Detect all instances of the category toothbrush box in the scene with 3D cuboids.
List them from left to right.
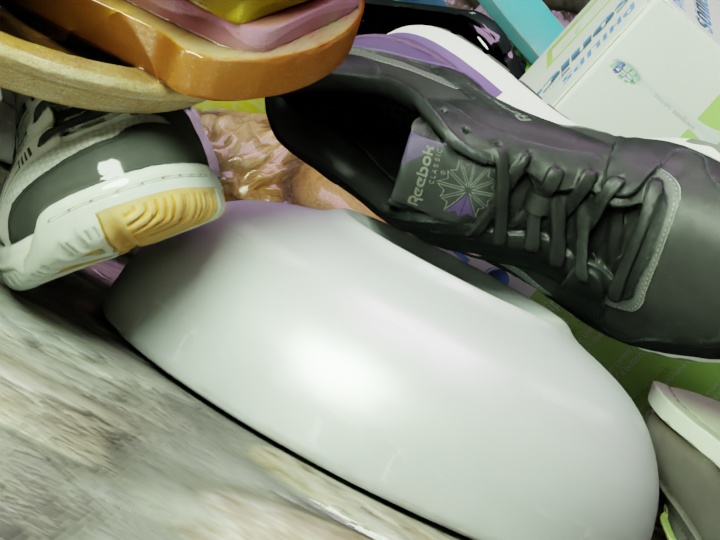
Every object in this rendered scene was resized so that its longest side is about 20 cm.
[{"bbox_3d":[0.136,0.000,1.042,0.200,0.146,0.086,38,19,-12],"label":"toothbrush box"}]

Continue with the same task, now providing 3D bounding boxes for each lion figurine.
[{"bbox_3d":[0.000,0.000,1.079,0.199,0.073,0.122,31,9,15],"label":"lion figurine"}]

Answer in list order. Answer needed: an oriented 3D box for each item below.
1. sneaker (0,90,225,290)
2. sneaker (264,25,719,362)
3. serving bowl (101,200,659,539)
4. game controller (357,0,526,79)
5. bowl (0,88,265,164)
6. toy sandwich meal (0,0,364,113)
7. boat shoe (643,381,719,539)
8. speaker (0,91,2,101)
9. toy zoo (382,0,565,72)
[{"bbox_3d":[-0.090,-0.051,0.888,0.075,0.088,0.200,-17,10,-2],"label":"sneaker"},{"bbox_3d":[0.053,-0.020,0.918,0.199,0.076,0.087,26,19,30],"label":"sneaker"},{"bbox_3d":[0.017,0.028,0.915,0.199,0.066,0.200,27,6,-3],"label":"serving bowl"},{"bbox_3d":[-0.003,-0.066,1.170,0.042,0.105,0.199,-17,20,-41],"label":"game controller"},{"bbox_3d":[-0.119,-0.104,1.160,0.200,0.201,0.107,30,48,33],"label":"bowl"},{"bbox_3d":[-0.094,-0.118,0.838,0.204,0.070,0.205,23,26,-12],"label":"toy sandwich meal"},{"bbox_3d":[0.131,0.087,0.921,0.071,0.061,0.201,20,7,-13],"label":"boat shoe"},{"bbox_3d":[-0.162,-0.073,0.934,0.081,0.082,0.200,26,6,-11],"label":"speaker"},{"bbox_3d":[0.014,-0.120,1.157,0.200,0.020,0.131,48,-26,-16],"label":"toy zoo"}]
